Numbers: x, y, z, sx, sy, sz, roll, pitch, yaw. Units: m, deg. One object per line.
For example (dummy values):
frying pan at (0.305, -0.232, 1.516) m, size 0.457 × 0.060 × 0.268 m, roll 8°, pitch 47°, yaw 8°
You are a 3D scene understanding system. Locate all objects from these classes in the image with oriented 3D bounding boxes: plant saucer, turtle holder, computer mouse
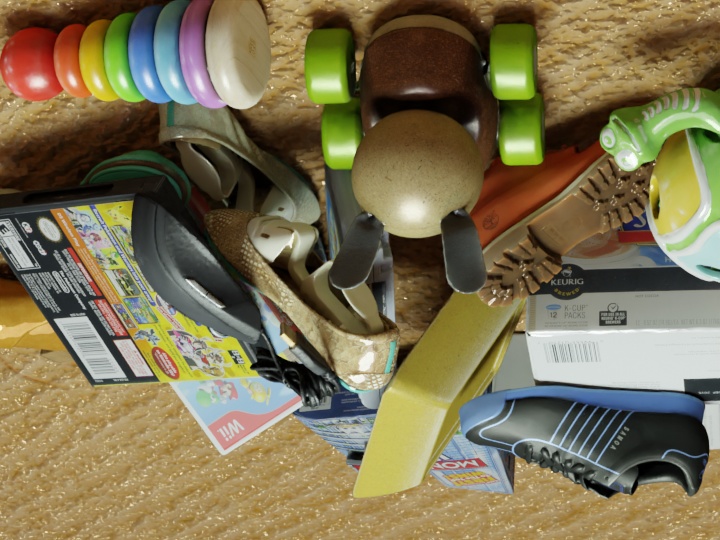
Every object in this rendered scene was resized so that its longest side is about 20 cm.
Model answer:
plant saucer at (0.075, 0.084, 1.719) m, size 0.048 × 0.200 × 0.200 m, roll 30°, pitch 148°, yaw 10°
turtle holder at (0.269, -0.058, 1.504) m, size 0.132 × 0.141 × 0.185 m, roll -38°, pitch 155°, yaw 32°
computer mouse at (-0.099, 0.032, 1.530) m, size 0.200 × 0.046 × 0.140 m, roll 53°, pitch 164°, yaw -27°

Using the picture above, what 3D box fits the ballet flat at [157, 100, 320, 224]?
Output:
ballet flat at (-0.099, -0.071, 1.629) m, size 0.067 × 0.062 × 0.200 m, roll -14°, pitch 143°, yaw 29°

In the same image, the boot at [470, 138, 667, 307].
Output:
boot at (0.151, -0.071, 1.587) m, size 0.200 × 0.107 × 0.075 m, roll -35°, pitch 138°, yaw 7°

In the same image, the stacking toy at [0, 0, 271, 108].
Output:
stacking toy at (-0.170, -0.154, 1.502) m, size 0.200 × 0.085 × 0.085 m, roll -2°, pitch 147°, yaw 19°

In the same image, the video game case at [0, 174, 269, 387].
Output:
video game case at (-0.185, 0.013, 1.657) m, size 0.181 × 0.026 × 0.200 m, roll -5°, pitch 131°, yaw 32°

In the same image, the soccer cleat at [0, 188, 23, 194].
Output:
soccer cleat at (-0.360, -0.039, 1.715) m, size 0.200 × 0.069 × 0.078 m, roll -9°, pitch 138°, yaw 23°

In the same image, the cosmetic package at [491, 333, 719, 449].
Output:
cosmetic package at (0.222, 0.107, 1.854) m, size 0.200 × 0.074 × 0.102 m, roll 1°, pitch 147°, yaw 10°

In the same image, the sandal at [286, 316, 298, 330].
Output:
sandal at (-0.068, 0.066, 1.744) m, size 0.045 × 0.075 × 0.200 m, roll 28°, pitch 138°, yaw -14°

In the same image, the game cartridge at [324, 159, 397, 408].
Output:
game cartridge at (0.000, 0.000, 1.656) m, size 0.040 × 0.133 × 0.200 m, roll -7°, pitch 140°, yaw -3°

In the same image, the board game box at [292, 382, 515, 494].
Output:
board game box at (0.060, 0.154, 1.938) m, size 0.200 × 0.062 × 0.200 m, roll -7°, pitch 153°, yaw 24°

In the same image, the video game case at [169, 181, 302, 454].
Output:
video game case at (-0.126, 0.042, 1.708) m, size 0.143 × 0.017 × 0.200 m, roll -34°, pitch 93°, yaw 39°

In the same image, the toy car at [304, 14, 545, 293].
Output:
toy car at (0.043, -0.066, 1.490) m, size 0.164 × 0.200 × 0.158 m, roll -1°, pitch 147°, yaw 9°

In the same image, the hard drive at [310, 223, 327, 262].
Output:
hard drive at (-0.087, 0.022, 1.789) m, size 0.135 × 0.042 × 0.200 m, roll 3°, pitch 146°, yaw 4°

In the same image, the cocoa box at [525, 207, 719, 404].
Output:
cocoa box at (0.236, 0.022, 1.661) m, size 0.200 × 0.131 × 0.133 m, roll -2°, pitch 150°, yaw 11°

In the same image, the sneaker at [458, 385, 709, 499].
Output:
sneaker at (0.177, 0.140, 1.662) m, size 0.200 × 0.078 × 0.070 m, roll -1°, pitch 154°, yaw 8°

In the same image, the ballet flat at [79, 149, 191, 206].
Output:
ballet flat at (-0.191, -0.059, 1.660) m, size 0.200 × 0.070 × 0.067 m, roll -27°, pitch 107°, yaw 45°

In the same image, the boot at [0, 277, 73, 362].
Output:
boot at (-0.270, 0.027, 1.796) m, size 0.144 × 0.071 × 0.201 m, roll -19°, pitch 151°, yaw 39°

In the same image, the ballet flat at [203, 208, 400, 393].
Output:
ballet flat at (-0.038, 0.004, 1.561) m, size 0.070 × 0.200 × 0.065 m, roll -21°, pitch 148°, yaw -49°
